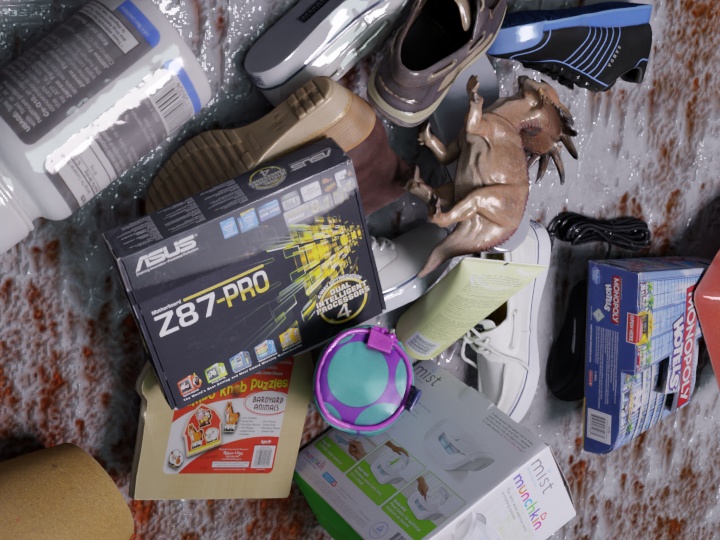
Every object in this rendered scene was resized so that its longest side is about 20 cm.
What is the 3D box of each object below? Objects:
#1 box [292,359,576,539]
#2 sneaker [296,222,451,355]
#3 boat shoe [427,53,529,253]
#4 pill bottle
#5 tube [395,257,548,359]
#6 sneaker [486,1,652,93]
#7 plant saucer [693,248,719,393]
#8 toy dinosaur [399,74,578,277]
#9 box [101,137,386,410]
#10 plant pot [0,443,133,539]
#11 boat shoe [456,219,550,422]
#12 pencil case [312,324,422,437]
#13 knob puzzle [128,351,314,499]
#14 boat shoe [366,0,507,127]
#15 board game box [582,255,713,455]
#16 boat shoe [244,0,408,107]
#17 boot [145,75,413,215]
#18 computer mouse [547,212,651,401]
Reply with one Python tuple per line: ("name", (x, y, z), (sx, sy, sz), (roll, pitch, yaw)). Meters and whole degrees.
("box", (0.061, 0.194, 1.307), (0.176, 0.200, 0.097), (-35, 124, -16))
("sneaker", (0.000, 0.000, 1.265), (0.199, 0.073, 0.071), (-31, 121, -25))
("boat shoe", (0.093, -0.111, 1.284), (0.070, 0.070, 0.202), (-20, 93, -20))
("pill bottle", (-0.219, -0.110, 1.066), (0.200, 0.114, 0.114), (-40, 124, -12))
("tube", (0.089, 0.026, 1.267), (0.058, 0.200, 0.052), (-39, 87, -27))
("sneaker", (0.190, -0.197, 1.306), (0.199, 0.070, 0.079), (-12, 109, -32))
("plant saucer", (0.423, 0.023, 1.508), (0.200, 0.037, 0.201), (-53, 138, -26))
("toy dinosaur", (0.116, -0.080, 1.213), (0.135, 0.086, 0.202), (18, 86, -25))
("box", (-0.087, 0.003, 1.148), (0.199, 0.049, 0.162), (-24, 128, -13))
("plant pot", (-0.282, 0.233, 1.131), (0.200, 0.186, 0.188), (-36, 125, -30))
("boat shoe", (0.124, 0.053, 1.362), (0.086, 0.074, 0.204), (-2, 107, -37))
("pencil case", (0.004, 0.094, 1.233), (0.085, 0.200, 0.093), (35, 86, 2))
("knob puzzle", (-0.118, 0.098, 1.260), (0.219, 0.030, 0.222), (-13, 109, -41))
("boat shoe", (0.077, -0.204, 1.184), (0.074, 0.073, 0.201), (31, 61, -2))
("board game box", (0.304, 0.065, 1.451), (0.199, 0.061, 0.202), (-22, 118, -44))
("boat shoe", (-0.003, -0.206, 1.188), (0.200, 0.072, 0.066), (-44, 130, -8))
("boot", (-0.061, -0.066, 1.206), (0.199, 0.073, 0.166), (-31, 145, 10))
("computer mouse", (0.222, 0.041, 1.438), (0.140, 0.046, 0.202), (10, 104, -35))
